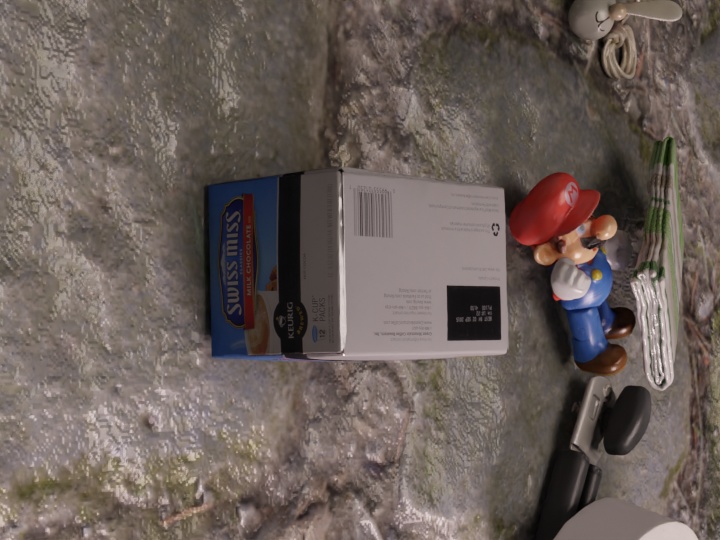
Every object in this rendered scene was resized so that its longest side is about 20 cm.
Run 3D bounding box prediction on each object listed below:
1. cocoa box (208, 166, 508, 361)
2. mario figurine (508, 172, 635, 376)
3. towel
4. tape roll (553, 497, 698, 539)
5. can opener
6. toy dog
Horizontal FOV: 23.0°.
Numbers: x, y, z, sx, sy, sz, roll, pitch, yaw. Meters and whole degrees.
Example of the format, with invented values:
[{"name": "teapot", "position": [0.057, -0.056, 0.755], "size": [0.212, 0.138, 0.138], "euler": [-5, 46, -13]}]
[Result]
[{"name": "cocoa box", "position": [0.000, 0.000, 1.308], "size": [0.200, 0.131, 0.134], "euler": [2, 86, -50]}, {"name": "mario figurine", "position": [0.208, -0.002, 1.571], "size": [0.106, 0.123, 0.200], "euler": [-29, 125, -4]}, {"name": "towel", "position": [0.280, -0.008, 1.660], "size": [0.200, 0.031, 0.149], "euler": [-75, 159, -46]}, {"name": "tape roll", "position": [0.225, 0.307, 1.573], "size": [0.202, 0.071, 0.203], "euler": [-21, 118, -45]}, {"name": "can opener", "position": [0.205, 0.186, 1.603], "size": [0.053, 0.066, 0.200], "euler": [42, 62, -42]}, {"name": "toy dog", "position": [0.278, -0.289, 1.685], "size": [0.132, 0.096, 0.200], "euler": [40, 58, -41]}]
